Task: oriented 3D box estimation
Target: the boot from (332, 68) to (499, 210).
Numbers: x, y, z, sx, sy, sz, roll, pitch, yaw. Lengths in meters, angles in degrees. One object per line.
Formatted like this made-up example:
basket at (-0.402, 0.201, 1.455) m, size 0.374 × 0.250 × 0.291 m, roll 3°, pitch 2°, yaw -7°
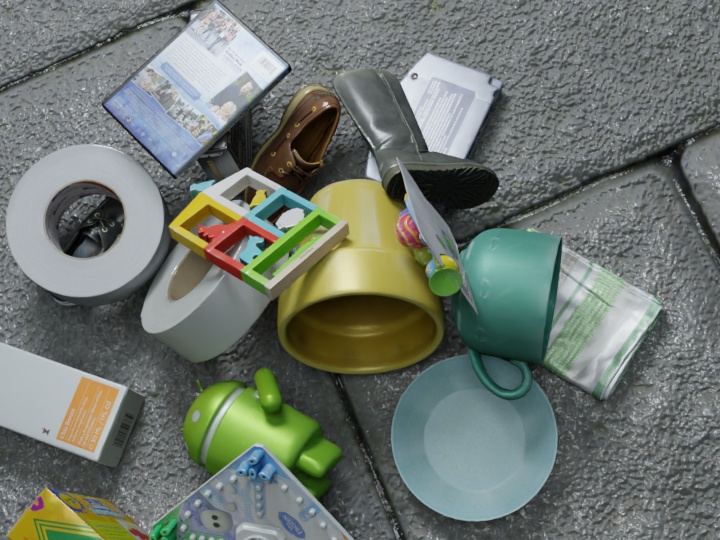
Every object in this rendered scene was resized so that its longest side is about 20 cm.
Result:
boot at (0.069, -0.172, 1.375) m, size 0.181 × 0.073 × 0.200 m, roll 8°, pitch 38°, yaw -31°

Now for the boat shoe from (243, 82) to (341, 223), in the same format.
boat shoe at (-0.088, -0.145, 1.393) m, size 0.200 × 0.072 × 0.068 m, roll -60°, pitch 36°, yaw 12°

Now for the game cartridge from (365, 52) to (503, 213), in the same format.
game cartridge at (0.091, -0.187, 1.432) m, size 0.133 × 0.041 × 0.200 m, roll 24°, pitch 78°, yaw 10°

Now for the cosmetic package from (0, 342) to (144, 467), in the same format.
cosmetic package at (-0.391, 0.170, 1.371) m, size 0.200 × 0.071 × 0.102 m, roll 16°, pitch 76°, yaw 13°

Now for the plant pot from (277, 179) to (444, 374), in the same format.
plant pot at (0.000, 0.000, 1.316) m, size 0.200 × 0.201 × 0.189 m, roll -5°, pitch 57°, yaw 6°

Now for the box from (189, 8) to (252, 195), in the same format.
box at (-0.182, -0.218, 1.414) m, size 0.048 × 0.158 × 0.201 m, roll -4°, pitch 73°, yaw 5°

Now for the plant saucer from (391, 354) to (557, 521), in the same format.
plant saucer at (0.138, 0.204, 1.306) m, size 0.200 × 0.039 × 0.202 m, roll -2°, pitch 73°, yaw 8°

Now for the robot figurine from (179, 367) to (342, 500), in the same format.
robot figurine at (-0.126, 0.208, 1.299) m, size 0.200 × 0.116 × 0.176 m, roll 26°, pitch 110°, yaw 14°

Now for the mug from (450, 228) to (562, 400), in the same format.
mug at (0.167, 0.040, 1.264) m, size 0.114 × 0.152 × 0.185 m, roll 9°, pitch 57°, yaw 14°

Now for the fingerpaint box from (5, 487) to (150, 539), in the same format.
fingerpaint box at (-0.289, 0.337, 1.239) m, size 0.167 × 0.200 × 0.073 m, roll 37°, pitch 82°, yaw 16°

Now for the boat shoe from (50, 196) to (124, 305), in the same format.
boat shoe at (-0.349, -0.042, 1.437) m, size 0.069 × 0.057 × 0.200 m, roll 29°, pitch 79°, yaw 15°

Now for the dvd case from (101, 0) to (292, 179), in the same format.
dvd case at (-0.203, -0.227, 1.327) m, size 0.200 × 0.018 × 0.143 m, roll -44°, pitch 73°, yaw -7°

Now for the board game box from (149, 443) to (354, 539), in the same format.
board game box at (-0.116, 0.322, 1.226) m, size 0.200 × 0.026 × 0.200 m, roll -40°, pitch 97°, yaw 25°

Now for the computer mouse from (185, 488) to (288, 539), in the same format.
computer mouse at (-0.119, 0.343, 1.272) m, size 0.200 × 0.046 × 0.141 m, roll 30°, pitch 121°, yaw -10°

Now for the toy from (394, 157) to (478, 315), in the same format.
toy at (0.071, -0.034, 1.206) m, size 0.047 × 0.115 × 0.200 m, roll -33°, pitch 30°, yaw 9°

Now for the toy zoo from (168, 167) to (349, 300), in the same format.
toy zoo at (-0.129, -0.053, 1.246) m, size 0.200 × 0.020 × 0.131 m, roll 29°, pitch 56°, yaw 30°

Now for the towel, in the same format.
towel at (0.258, 0.050, 1.340) m, size 0.200 × 0.031 × 0.149 m, roll 32°, pitch 79°, yaw 16°

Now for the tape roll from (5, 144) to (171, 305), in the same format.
tape roll at (-0.347, -0.058, 1.379) m, size 0.200 × 0.066 × 0.201 m, roll 0°, pitch 78°, yaw -1°

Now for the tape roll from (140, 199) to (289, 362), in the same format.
tape roll at (-0.181, 0.013, 1.328) m, size 0.071 × 0.202 × 0.203 m, roll 39°, pitch 79°, yaw -28°
